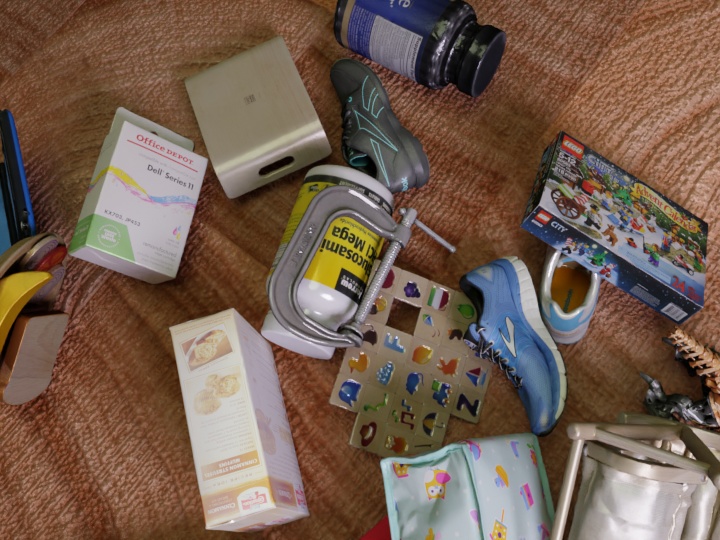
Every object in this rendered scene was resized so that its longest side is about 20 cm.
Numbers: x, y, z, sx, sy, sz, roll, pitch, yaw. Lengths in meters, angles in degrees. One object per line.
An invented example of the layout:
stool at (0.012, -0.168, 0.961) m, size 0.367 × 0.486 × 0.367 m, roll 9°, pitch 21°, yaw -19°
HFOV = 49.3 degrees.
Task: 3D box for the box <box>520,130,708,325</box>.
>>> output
box at (0.275, -0.049, 0.836) m, size 0.199 × 0.038 × 0.137 m, roll 31°, pitch 48°, yaw -4°

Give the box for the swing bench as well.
swing bench at (0.252, 0.240, 0.698) m, size 0.129 × 0.199 × 0.201 m, roll 15°, pitch 93°, yaw 32°

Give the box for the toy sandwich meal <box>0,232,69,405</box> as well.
toy sandwich meal at (-0.375, 0.056, 0.886) m, size 0.070 × 0.205 × 0.206 m, roll 26°, pitch 76°, yaw 2°

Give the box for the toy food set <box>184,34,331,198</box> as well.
toy food set at (-0.134, -0.201, 1.011) m, size 0.143 × 0.061 × 0.201 m, roll -24°, pitch 61°, yaw 0°

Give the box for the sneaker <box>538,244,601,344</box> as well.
sneaker at (0.243, -0.023, 0.874) m, size 0.076 × 0.081 × 0.202 m, roll 7°, pitch 70°, yaw 12°

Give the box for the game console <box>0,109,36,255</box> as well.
game console at (-0.469, -0.068, 0.967) m, size 0.117 × 0.171 × 0.201 m, roll -11°, pitch 59°, yaw -24°

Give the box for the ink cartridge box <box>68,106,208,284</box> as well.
ink cartridge box at (-0.261, -0.098, 0.950) m, size 0.117 × 0.067 × 0.202 m, roll 22°, pitch 69°, yaw -32°

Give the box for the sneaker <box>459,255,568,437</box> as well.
sneaker at (0.157, 0.084, 0.844) m, size 0.088 × 0.079 × 0.201 m, roll -12°, pitch 63°, yaw -10°

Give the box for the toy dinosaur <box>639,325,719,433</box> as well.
toy dinosaur at (0.359, 0.119, 0.772) m, size 0.102 × 0.136 × 0.201 m, roll -30°, pitch 110°, yaw -19°

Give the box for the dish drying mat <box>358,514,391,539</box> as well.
dish drying mat at (0.015, 0.299, 0.764) m, size 0.077 × 0.018 × 0.199 m, roll 35°, pitch 41°, yaw 27°

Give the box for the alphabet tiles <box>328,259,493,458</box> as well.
alphabet tiles at (0.062, 0.108, 0.857) m, size 0.166 × 0.008 × 0.201 m, roll 21°, pitch 73°, yaw -10°

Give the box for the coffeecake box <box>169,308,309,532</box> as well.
coffeecake box at (-0.123, 0.162, 0.820) m, size 0.072 × 0.154 × 0.201 m, roll -17°, pitch 69°, yaw 2°

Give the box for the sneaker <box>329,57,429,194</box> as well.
sneaker at (0.006, -0.177, 0.960) m, size 0.079 × 0.076 × 0.201 m, roll -26°, pitch 68°, yaw -14°

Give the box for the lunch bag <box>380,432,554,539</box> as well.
lunch bag at (0.117, 0.262, 0.735) m, size 0.121 × 0.170 × 0.202 m, roll -22°, pitch 70°, yaw 31°

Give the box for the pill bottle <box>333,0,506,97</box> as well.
pill bottle at (0.075, -0.296, 0.979) m, size 0.199 × 0.112 × 0.112 m, roll 29°, pitch 77°, yaw 17°

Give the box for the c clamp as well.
c clamp at (0.000, 0.000, 0.832) m, size 0.171 × 0.027 × 0.201 m, roll 39°, pitch 67°, yaw -16°

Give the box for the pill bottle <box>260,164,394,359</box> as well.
pill bottle at (-0.040, -0.008, 0.892) m, size 0.112 × 0.113 × 0.201 m, roll 15°, pitch 73°, yaw 13°
